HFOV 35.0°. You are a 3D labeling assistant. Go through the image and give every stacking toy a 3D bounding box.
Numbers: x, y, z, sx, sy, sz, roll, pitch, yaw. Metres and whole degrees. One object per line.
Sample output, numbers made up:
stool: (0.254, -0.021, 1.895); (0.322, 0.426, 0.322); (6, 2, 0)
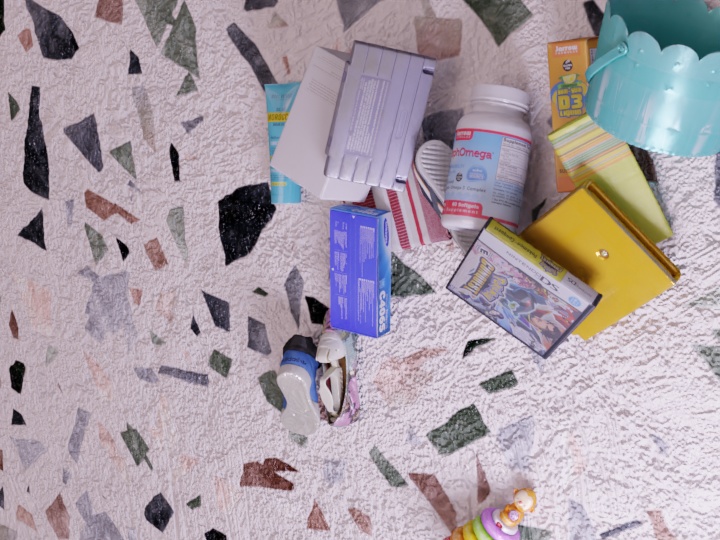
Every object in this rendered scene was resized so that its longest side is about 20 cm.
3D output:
stacking toy: (0.202, 0.404, 1.738); (0.116, 0.109, 0.200); (49, 116, 25)

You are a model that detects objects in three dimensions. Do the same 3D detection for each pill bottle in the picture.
pill bottle: (0.179, -0.151, 1.589); (0.108, 0.108, 0.202); (7, 87, 40)

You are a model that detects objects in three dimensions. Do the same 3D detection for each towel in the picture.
towel: (0.325, -0.112, 1.482); (0.086, 0.018, 0.201); (-26, 107, 21)
towel: (0.052, -0.103, 1.794); (0.199, 0.023, 0.145); (-11, 95, 44)

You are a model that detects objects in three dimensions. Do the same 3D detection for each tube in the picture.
tube: (-0.127, -0.212, 1.916); (0.077, 0.050, 0.202); (2, 97, 29)

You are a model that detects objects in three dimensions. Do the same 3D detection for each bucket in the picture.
bucket: (0.368, -0.236, 1.355); (0.207, 0.206, 0.136); (35, 128, 30)

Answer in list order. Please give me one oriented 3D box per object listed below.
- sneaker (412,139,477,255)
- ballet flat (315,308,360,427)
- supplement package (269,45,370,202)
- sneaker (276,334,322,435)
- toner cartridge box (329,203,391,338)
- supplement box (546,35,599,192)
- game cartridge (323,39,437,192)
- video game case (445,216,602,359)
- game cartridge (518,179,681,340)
sneaker: (0.145, -0.100, 1.679); (0.201, 0.078, 0.079); (61, 176, -4)
ballet flat: (-0.042, 0.165, 1.906); (0.069, 0.071, 0.202); (1, 100, 40)
supplement package: (-0.030, -0.222, 1.751); (0.121, 0.119, 0.201); (35, 110, 30)
sneaker: (-0.098, 0.192, 1.970); (0.076, 0.112, 0.201); (5, 141, 12)
toner cartridge box: (0.000, 0.000, 1.824); (0.094, 0.043, 0.202); (12, 111, 31)
supplement box: (0.295, -0.207, 1.523); (0.066, 0.069, 0.202); (0, 98, 40)
game cartridge: (0.025, -0.222, 1.653); (0.128, 0.038, 0.202); (12, 109, -8)
video game case: (0.218, 0.029, 1.573); (0.180, 0.026, 0.200); (35, 153, 6)
game cartridge: (0.301, -0.008, 1.531); (0.176, 0.032, 0.200); (46, 142, -2)
